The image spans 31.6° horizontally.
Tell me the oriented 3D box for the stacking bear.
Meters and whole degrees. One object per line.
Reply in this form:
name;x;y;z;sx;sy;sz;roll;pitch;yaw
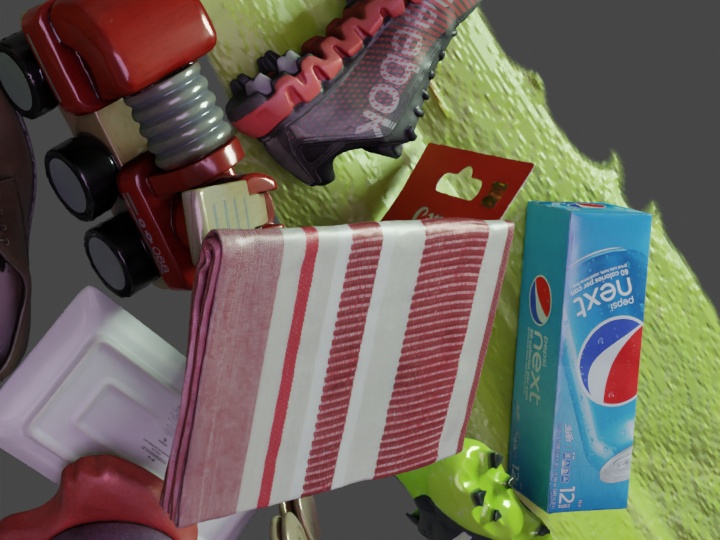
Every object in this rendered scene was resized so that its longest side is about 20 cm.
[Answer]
stacking bear;-0.146;0.228;0.710;0.113;0.201;0.121;32;125;-32

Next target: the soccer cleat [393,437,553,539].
soccer cleat;0.081;0.180;0.866;0.068;0.080;0.201;-56;135;-32

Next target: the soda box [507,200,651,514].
soda box;0.147;0.057;0.861;0.063;0.068;0.203;0;99;-18

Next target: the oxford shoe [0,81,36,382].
oxford shoe;-0.215;-0.033;0.717;0.072;0.084;0.203;-10;101;-15

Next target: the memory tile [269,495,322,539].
memory tile;-0.019;0.241;0.796;0.017;0.153;0.202;-16;106;7

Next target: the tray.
tray;-0.126;0.107;0.779;0.108;0.022;0.200;-51;124;-6

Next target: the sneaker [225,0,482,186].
sneaker;0.016;-0.127;0.785;0.200;0.071;0.098;-39;108;-6

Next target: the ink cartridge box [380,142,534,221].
ink cartridge box;0.000;0.000;0.753;0.047;0.160;0.201;36;87;-21

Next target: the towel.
towel;-0.007;0.043;0.639;0.198;0.023;0.146;-5;115;-43

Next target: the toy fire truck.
toy fire truck;-0.102;-0.070;0.669;0.128;0.199;0.178;-35;109;-32
